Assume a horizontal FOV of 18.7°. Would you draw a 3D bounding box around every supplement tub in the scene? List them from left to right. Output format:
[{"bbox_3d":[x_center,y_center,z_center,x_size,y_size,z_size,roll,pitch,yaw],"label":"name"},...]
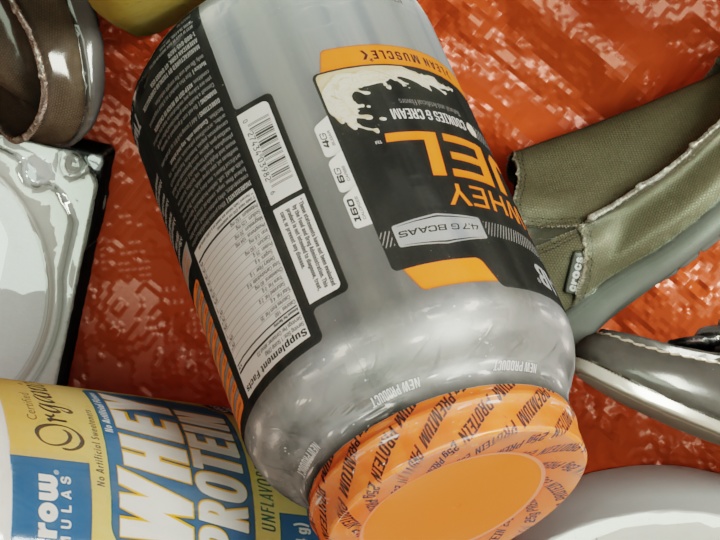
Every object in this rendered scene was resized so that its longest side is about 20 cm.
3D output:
[{"bbox_3d":[-0.109,0.116,0.809,0.199,0.145,0.145,9,101,-25],"label":"supplement tub"},{"bbox_3d":[0.000,0.000,0.781,0.122,0.123,0.200,-26,61,7],"label":"supplement tub"}]

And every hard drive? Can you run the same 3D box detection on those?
[{"bbox_3d":[-0.187,0.032,0.882,0.139,0.038,0.201,14,101,0],"label":"hard drive"}]

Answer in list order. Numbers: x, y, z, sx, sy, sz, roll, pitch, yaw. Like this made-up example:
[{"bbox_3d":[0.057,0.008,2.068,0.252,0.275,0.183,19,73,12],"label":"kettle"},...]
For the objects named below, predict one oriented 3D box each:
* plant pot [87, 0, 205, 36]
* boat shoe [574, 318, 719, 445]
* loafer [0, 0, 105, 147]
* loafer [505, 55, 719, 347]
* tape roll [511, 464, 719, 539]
[{"bbox_3d":[-0.051,-0.200,0.754,0.195,0.200,0.195,-25,98,7],"label":"plant pot"},{"bbox_3d":[0.170,0.049,0.843,0.200,0.067,0.057,22,87,-21],"label":"boat shoe"},{"bbox_3d":[-0.172,-0.127,0.827,0.200,0.071,0.073,56,142,1],"label":"loafer"},{"bbox_3d":[0.089,-0.023,0.841,0.200,0.075,0.070,-44,100,9],"label":"loafer"},{"bbox_3d":[0.122,0.183,0.878,0.202,0.071,0.203,0,99,3],"label":"tape roll"}]
